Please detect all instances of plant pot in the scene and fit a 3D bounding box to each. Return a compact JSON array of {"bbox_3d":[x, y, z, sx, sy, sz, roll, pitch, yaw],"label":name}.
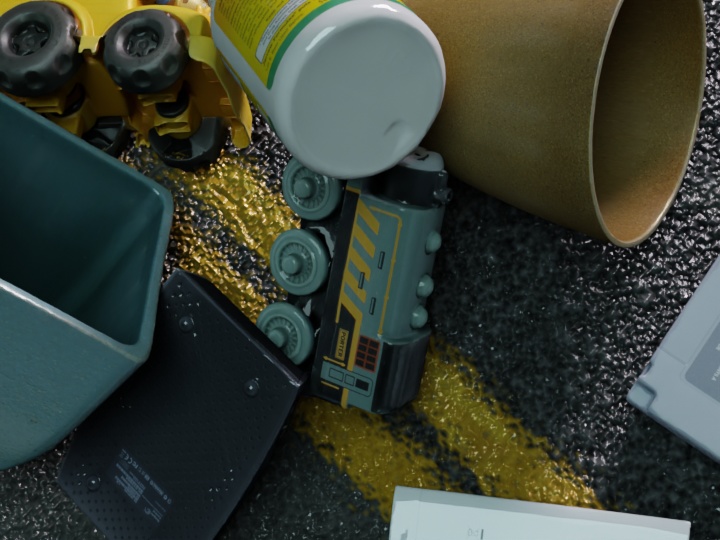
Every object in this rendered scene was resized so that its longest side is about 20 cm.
[{"bbox_3d":[0.105,-0.126,0.927,0.198,0.186,0.189,13,81,31],"label":"plant pot"},{"bbox_3d":[-0.268,0.021,0.945,0.195,0.197,0.200,30,119,-21],"label":"plant pot"}]

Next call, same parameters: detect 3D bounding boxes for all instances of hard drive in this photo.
[{"bbox_3d":[-0.122,0.112,0.955,0.135,0.042,0.201,41,115,19],"label":"hard drive"},{"bbox_3d":[0.113,0.221,0.915,0.197,0.027,0.134,4,79,16],"label":"hard drive"}]

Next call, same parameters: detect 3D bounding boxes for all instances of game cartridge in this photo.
[{"bbox_3d":[0.284,0.039,0.909,0.132,0.041,0.201,34,88,22],"label":"game cartridge"}]

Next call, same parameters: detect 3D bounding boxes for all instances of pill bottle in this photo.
[{"bbox_3d":[-0.033,-0.151,0.891,0.113,0.113,0.200,-40,38,3],"label":"pill bottle"}]

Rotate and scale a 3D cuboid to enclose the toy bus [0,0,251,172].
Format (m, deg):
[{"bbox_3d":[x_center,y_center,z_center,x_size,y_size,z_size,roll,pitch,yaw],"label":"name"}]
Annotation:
[{"bbox_3d":[-0.174,-0.184,1.035,0.197,0.136,0.194,1,62,13],"label":"toy bus"}]

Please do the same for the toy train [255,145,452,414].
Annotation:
[{"bbox_3d":[0.000,0.000,0.939,0.113,0.085,0.203,19,108,24],"label":"toy train"}]
